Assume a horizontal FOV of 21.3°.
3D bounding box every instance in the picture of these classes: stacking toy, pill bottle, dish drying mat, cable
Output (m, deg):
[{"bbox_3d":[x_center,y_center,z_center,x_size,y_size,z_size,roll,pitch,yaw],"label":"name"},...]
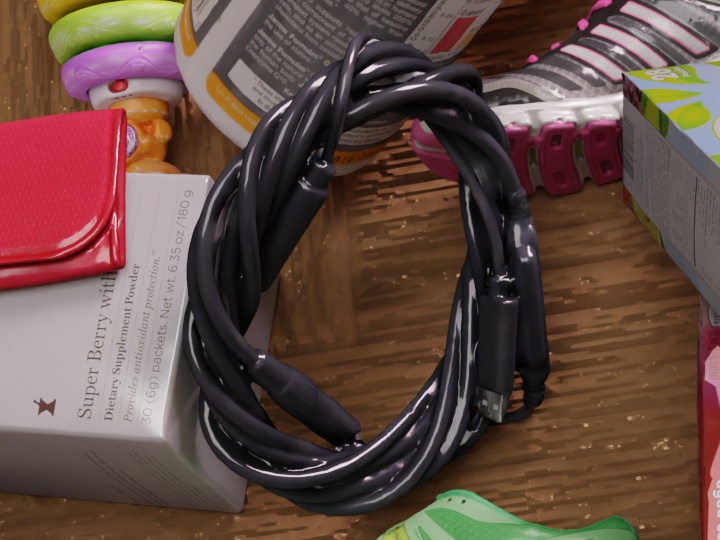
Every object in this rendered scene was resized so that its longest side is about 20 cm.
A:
[{"bbox_3d":[-0.112,-0.115,0.923,0.116,0.110,0.201,-9,80,14],"label":"stacking toy"},{"bbox_3d":[0.010,-0.143,0.834,0.200,0.116,0.117,-48,59,38],"label":"pill bottle"},{"bbox_3d":[-0.196,-0.023,0.811,0.199,0.018,0.077,-8,64,10],"label":"dish drying mat"},{"bbox_3d":[0.000,0.000,0.795,0.163,0.201,0.051,-16,24,-19],"label":"cable"}]

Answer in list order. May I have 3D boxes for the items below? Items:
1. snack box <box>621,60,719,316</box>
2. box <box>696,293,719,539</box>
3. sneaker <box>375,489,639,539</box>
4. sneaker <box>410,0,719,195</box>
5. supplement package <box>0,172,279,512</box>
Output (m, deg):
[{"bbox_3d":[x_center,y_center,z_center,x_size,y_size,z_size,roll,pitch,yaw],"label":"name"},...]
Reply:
[{"bbox_3d":[0.208,-0.030,0.738,0.168,0.200,0.068,-7,112,-6],"label":"snack box"},{"bbox_3d":[0.181,0.115,0.754,0.095,0.100,0.201,-1,69,10],"label":"box"},{"bbox_3d":[0.029,0.140,0.808,0.199,0.074,0.084,-3,44,16],"label":"sneaker"},{"bbox_3d":[0.117,-0.096,0.866,0.199,0.074,0.088,-14,67,3],"label":"sneaker"},{"bbox_3d":[-0.153,0.030,0.855,0.199,0.120,0.122,2,70,15],"label":"supplement package"}]
